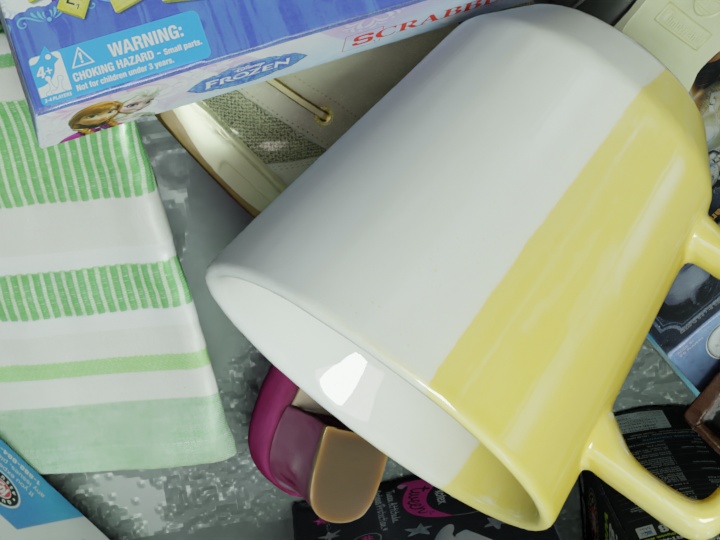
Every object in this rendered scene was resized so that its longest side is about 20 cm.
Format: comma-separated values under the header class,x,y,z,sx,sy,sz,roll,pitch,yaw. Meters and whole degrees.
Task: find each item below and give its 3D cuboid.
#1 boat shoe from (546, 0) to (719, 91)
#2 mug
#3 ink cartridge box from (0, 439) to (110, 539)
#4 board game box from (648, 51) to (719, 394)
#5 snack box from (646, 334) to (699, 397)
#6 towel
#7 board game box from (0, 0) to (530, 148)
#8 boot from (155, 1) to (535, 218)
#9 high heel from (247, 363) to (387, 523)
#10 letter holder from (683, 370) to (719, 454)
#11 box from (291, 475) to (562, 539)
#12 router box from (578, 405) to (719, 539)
class,x,y,z,sx,sy,sz,roll,pitch,yaw
boat shoe,0.133,-0.119,0.768,0.201,0.063,0.074,-44,133,11
mug,0.061,0.000,0.687,0.187,0.149,0.153,41,76,-16
ink cartridge box,-0.181,0.187,0.747,0.146,0.200,0.147,-39,105,21
board game box,0.177,-0.057,0.757,0.200,0.136,0.035,-41,126,6
snack box,0.210,-0.019,0.790,0.200,0.037,0.116,-41,66,7
towel,-0.146,-0.002,0.769,0.152,0.023,0.200,-6,116,16
board game box,-0.053,-0.168,0.695,0.200,0.041,0.200,-18,79,-11
boot,-0.040,-0.133,0.752,0.155,0.072,0.200,-39,110,7
high heel,0.000,0.000,0.790,0.067,0.096,0.200,21,94,-25
letter holder,0.243,0.093,0.696,0.200,0.142,0.101,33,101,-31
box,0.043,0.180,0.779,0.114,0.200,0.132,-12,107,0
router box,0.140,0.178,0.813,0.062,0.150,0.201,-8,106,-2
